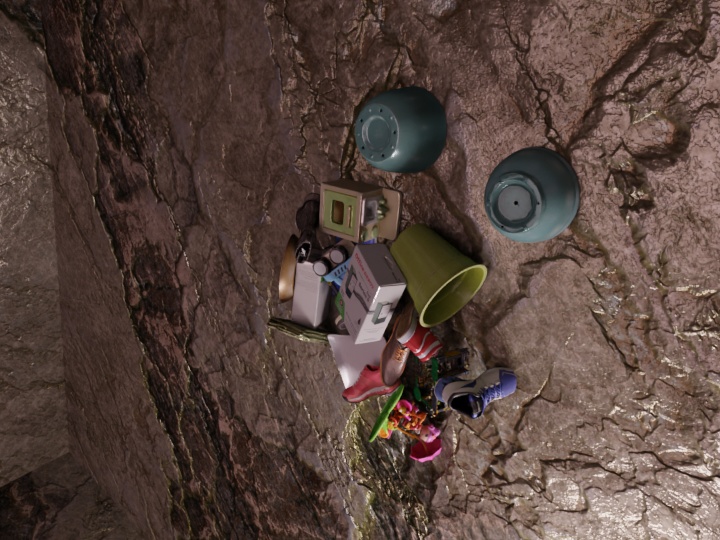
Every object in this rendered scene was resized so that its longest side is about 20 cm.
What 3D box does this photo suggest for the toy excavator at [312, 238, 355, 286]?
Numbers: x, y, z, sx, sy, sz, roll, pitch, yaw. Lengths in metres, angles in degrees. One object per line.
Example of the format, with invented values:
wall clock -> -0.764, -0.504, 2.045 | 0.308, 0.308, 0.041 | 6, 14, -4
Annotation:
toy excavator -> 0.000, 0.000, 1.422 | 0.192, 0.100, 0.201 | -32, 104, 30

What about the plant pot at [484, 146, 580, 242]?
plant pot -> 0.340, -0.149, 1.106 | 0.196, 0.133, 0.206 | 12, 110, 34

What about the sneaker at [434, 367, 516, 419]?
sneaker -> 0.280, 0.296, 1.244 | 0.193, 0.115, 0.083 | -9, 105, -5

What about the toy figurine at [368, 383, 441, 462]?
toy figurine -> 0.144, 0.426, 1.434 | 0.181, 0.151, 0.203 | 31, 124, 4

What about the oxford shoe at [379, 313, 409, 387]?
oxford shoe -> 0.097, 0.211, 1.393 | 0.069, 0.073, 0.206 | 15, 90, -3

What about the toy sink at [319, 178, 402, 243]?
toy sink -> -0.005, -0.153, 1.388 | 0.196, 0.111, 0.134 | 19, 115, 32

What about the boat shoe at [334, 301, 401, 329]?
boat shoe -> 0.022, 0.123, 1.439 | 0.196, 0.072, 0.066 | -24, 67, 14

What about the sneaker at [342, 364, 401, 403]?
sneaker -> 0.022, 0.307, 1.490 | 0.197, 0.073, 0.089 | -25, 93, 32

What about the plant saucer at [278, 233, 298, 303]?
plant saucer -> -0.195, -0.003, 1.551 | 0.034, 0.201, 0.206 | 9, 112, 4

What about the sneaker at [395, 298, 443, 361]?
sneaker -> 0.156, 0.141, 1.317 | 0.112, 0.201, 0.071 | 44, 125, -9

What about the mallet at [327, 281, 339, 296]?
mallet -> -0.033, 0.104, 1.510 | 0.065, 0.041, 0.204 | -17, 105, 39

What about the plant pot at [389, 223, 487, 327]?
plant pot -> 0.168, -0.006, 1.269 | 0.191, 0.197, 0.202 | 53, 129, 29

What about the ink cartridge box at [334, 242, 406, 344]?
ink cartridge box -> 0.020, 0.055, 1.304 | 0.147, 0.082, 0.203 | 60, 142, 38

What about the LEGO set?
LEGO set -> 0.215, 0.263, 1.367 | 0.153, 0.113, 0.206 | -166, 69, -66

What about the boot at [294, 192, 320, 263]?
boot -> -0.155, -0.098, 1.462 | 0.067, 0.178, 0.201 | 13, 152, -9

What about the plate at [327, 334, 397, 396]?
plate -> 0.016, 0.264, 1.523 | 0.196, 0.032, 0.204 | -3, 114, 34

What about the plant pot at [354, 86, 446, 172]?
plant pot -> 0.079, -0.325, 1.240 | 0.197, 0.159, 0.207 | 12, 110, 34

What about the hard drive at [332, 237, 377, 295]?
hard drive -> -0.019, -0.012, 1.497 | 0.130, 0.025, 0.206 | 20, 115, 33

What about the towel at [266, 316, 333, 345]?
towel -> -0.173, 0.180, 1.571 | 0.146, 0.198, 0.037 | 18, 90, 33

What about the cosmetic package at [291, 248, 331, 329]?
cosmetic package -> -0.138, 0.053, 1.550 | 0.083, 0.108, 0.205 | 14, 114, 16
